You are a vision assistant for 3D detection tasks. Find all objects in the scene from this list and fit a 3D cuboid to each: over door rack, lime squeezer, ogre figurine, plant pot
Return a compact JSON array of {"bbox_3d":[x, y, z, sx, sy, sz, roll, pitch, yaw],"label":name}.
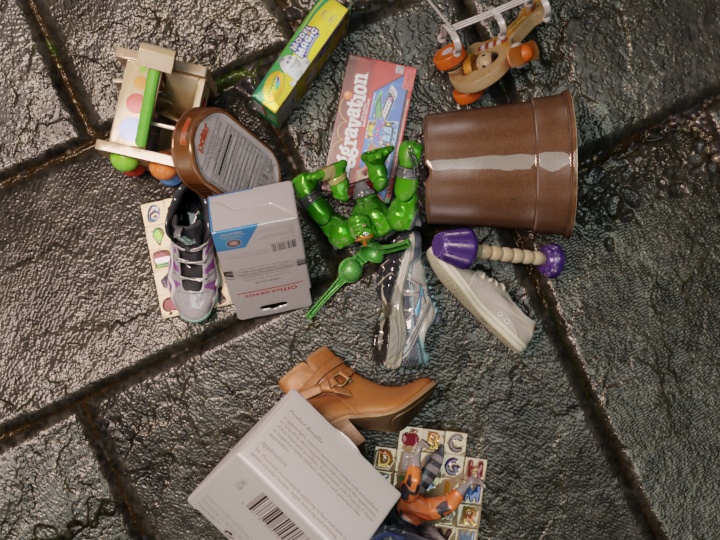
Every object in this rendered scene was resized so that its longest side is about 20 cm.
[{"bbox_3d":[0.163,-0.388,1.325,0.147,0.067,0.201,-22,54,-3],"label":"over door rack"},{"bbox_3d":[0.000,0.000,1.333,0.199,0.071,0.038,-36,129,26],"label":"lime squeezer"},{"bbox_3d":[0.006,-0.099,1.298,0.199,0.098,0.121,-19,103,8],"label":"ogre figurine"},{"bbox_3d":[0.186,-0.140,1.286,0.196,0.200,0.202,-2,88,5],"label":"plant pot"}]

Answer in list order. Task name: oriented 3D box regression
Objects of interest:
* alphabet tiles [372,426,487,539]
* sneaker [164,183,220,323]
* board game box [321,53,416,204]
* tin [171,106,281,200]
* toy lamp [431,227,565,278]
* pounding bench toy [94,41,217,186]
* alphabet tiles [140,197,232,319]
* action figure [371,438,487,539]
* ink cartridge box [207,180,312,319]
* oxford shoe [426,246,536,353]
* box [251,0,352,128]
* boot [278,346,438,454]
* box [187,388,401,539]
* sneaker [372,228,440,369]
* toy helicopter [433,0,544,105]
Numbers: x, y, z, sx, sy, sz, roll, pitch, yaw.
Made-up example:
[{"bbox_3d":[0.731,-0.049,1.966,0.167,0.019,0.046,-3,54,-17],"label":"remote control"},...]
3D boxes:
[{"bbox_3d":[0.093,0.328,1.350,0.165,0.006,0.202,8,88,-1],"label":"alphabet tiles"},{"bbox_3d":[-0.235,-0.029,1.277,0.077,0.140,0.202,-2,88,-2],"label":"sneaker"},{"bbox_3d":[0.012,-0.204,1.360,0.102,0.019,0.202,11,88,0],"label":"board game box"},{"bbox_3d":[-0.175,-0.143,1.266,0.042,0.200,0.113,-1,68,32],"label":"tin"},{"bbox_3d":[0.190,-0.024,1.304,0.199,0.058,0.059,8,87,-29],"label":"toy lamp"},{"bbox_3d":[-0.279,-0.205,1.259,0.123,0.200,0.157,13,87,-2],"label":"pounding bench toy"},{"bbox_3d":[-0.203,-0.033,1.353,0.198,0.008,0.169,-11,88,-3],"label":"alphabet tiles"},{"bbox_3d":[0.091,0.352,1.318,0.199,0.105,0.194,35,94,-27],"label":"action figure"},{"bbox_3d":[-0.133,-0.023,1.284,0.115,0.201,0.068,-11,53,-4],"label":"ink cartridge box"},{"bbox_3d":[0.173,0.032,1.331,0.200,0.075,0.058,44,85,-4],"label":"oxford shoe"},{"bbox_3d":[-0.076,-0.301,1.311,0.048,0.117,0.201,36,87,-1],"label":"box"},{"bbox_3d":[-0.003,0.164,1.323,0.199,0.074,0.155,-27,60,-29],"label":"boot"},{"bbox_3d":[-0.090,0.297,1.234,0.199,0.200,0.131,44,49,1],"label":"box"},{"bbox_3d":[0.070,0.042,1.337,0.086,0.078,0.202,9,87,-23],"label":"sneaker"},{"bbox_3d":[0.208,-0.319,1.325,0.200,0.132,0.079,-47,120,-19],"label":"toy helicopter"}]
